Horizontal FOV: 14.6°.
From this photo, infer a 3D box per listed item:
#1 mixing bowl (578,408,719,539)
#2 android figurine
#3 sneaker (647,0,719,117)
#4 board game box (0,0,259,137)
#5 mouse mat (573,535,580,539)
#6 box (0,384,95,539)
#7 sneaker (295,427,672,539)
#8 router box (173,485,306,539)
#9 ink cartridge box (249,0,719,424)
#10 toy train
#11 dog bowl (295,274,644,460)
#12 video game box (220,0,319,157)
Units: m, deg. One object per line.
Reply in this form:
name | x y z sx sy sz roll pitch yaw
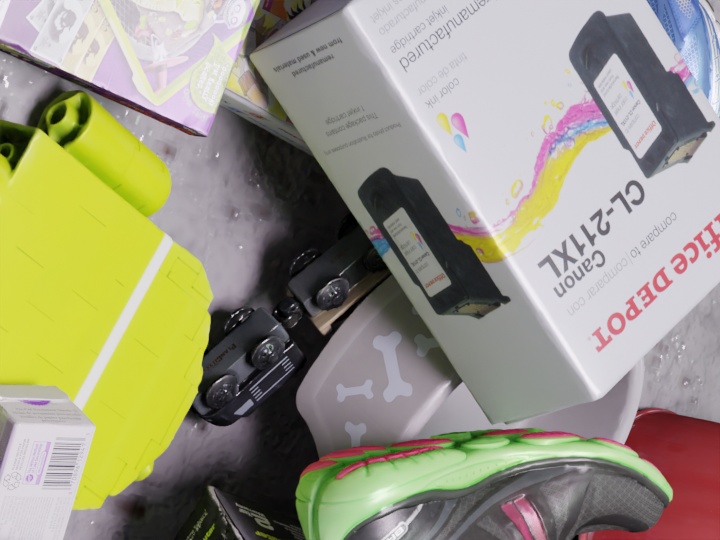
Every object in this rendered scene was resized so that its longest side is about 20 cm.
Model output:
mixing bowl | 0.210 0.169 1.492 0.200 0.108 0.202 17 70 -55
android figurine | -0.135 0.021 1.170 0.200 0.041 0.183 40 72 -45
sneaker | 0.124 -0.056 1.400 0.089 0.078 0.201 12 92 -50
board game box | -0.081 -0.170 1.152 0.120 0.032 0.201 23 84 -20
mouse mat | 0.126 0.198 1.463 0.200 0.007 0.162 43 48 -45
box | -0.158 0.143 1.146 0.041 0.039 0.201 4 111 -36
sneaker | 0.053 0.114 1.229 0.199 0.077 0.084 -4 94 -36
router box | -0.025 0.199 1.262 0.199 0.062 0.150 26 105 -36
ink cartridge box | 0.071 -0.057 1.217 0.146 0.083 0.201 -41 102 -33
toy train | 0.000 0.000 1.276 0.200 0.034 0.046 -41 142 -6
dog bowl | 0.053 0.075 1.325 0.199 0.059 0.201 -29 141 -27
video game box | 0.003 -0.151 1.266 0.182 0.047 0.201 28 80 -50
